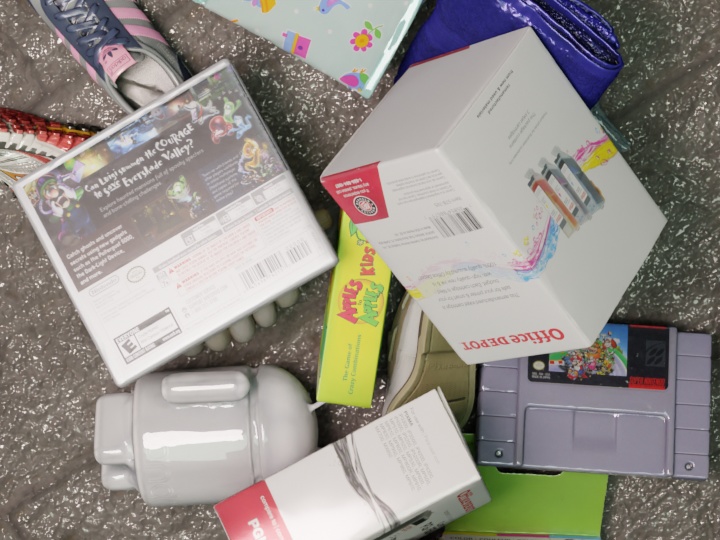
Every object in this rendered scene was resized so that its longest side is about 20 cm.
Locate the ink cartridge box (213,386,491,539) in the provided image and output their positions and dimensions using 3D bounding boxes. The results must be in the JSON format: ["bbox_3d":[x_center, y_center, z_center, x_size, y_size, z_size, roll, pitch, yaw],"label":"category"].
[{"bbox_3d":[-0.001,0.185,1.409,0.199,0.147,0.083,-28,74,1],"label":"ink cartridge box"}]

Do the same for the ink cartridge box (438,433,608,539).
[{"bbox_3d":[0.142,0.246,1.514,0.146,0.076,0.202,2,115,-2],"label":"ink cartridge box"}]

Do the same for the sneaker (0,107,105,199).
[{"bbox_3d":[-0.270,-0.082,1.438,0.198,0.078,0.083,13,105,-4],"label":"sneaker"}]

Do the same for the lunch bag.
[{"bbox_3d":[-0.014,-0.267,1.375,0.169,0.122,0.201,27,108,-7],"label":"lunch bag"}]

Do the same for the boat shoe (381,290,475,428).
[{"bbox_3d":[0.059,0.075,1.487,0.074,0.069,0.201,4,126,-19],"label":"boat shoe"}]

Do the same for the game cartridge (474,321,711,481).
[{"bbox_3d":[0.198,0.107,1.494,0.198,0.038,0.131,4,83,-3],"label":"game cartridge"}]

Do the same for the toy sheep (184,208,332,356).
[{"bbox_3d":[-0.115,-0.004,1.436,0.199,0.138,0.139,-25,104,-1],"label":"toy sheep"}]

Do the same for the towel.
[{"bbox_3d":[0.113,-0.158,1.375,0.147,0.200,0.050,38,60,3],"label":"towel"}]

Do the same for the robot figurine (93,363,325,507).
[{"bbox_3d":[-0.122,0.138,1.478,0.198,0.114,0.170,-4,145,0],"label":"robot figurine"}]

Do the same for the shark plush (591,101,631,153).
[{"bbox_3d":[0.142,-0.168,1.419,0.090,0.083,0.201,-27,104,1],"label":"shark plush"}]

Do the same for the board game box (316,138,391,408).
[{"bbox_3d":[0.000,0.000,1.451,0.047,0.102,0.202,8,104,-2],"label":"board game box"}]

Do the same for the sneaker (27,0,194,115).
[{"bbox_3d":[-0.201,-0.187,1.409,0.200,0.082,0.070,44,100,-11],"label":"sneaker"}]

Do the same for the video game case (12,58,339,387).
[{"bbox_3d":[-0.144,-0.037,1.368,0.199,0.023,0.183,-30,85,4],"label":"video game case"}]

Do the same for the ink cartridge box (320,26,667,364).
[{"bbox_3d":[0.104,-0.051,1.335,0.200,0.145,0.145,52,56,-21],"label":"ink cartridge box"}]
